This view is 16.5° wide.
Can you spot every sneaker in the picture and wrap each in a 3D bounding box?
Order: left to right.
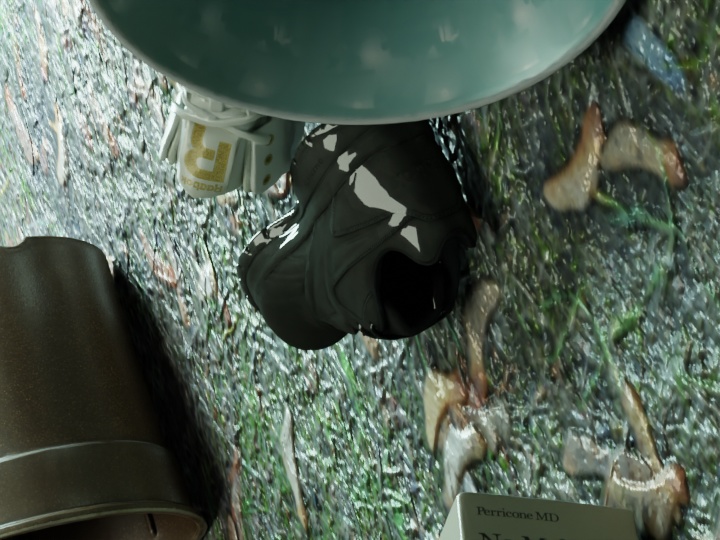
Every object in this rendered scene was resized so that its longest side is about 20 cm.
[{"bbox_3d":[-0.052,-0.079,1.058,0.200,0.073,0.116,-36,-35,-72],"label":"sneaker"},{"bbox_3d":[0.000,0.000,1.135,0.091,0.076,0.200,58,159,16],"label":"sneaker"}]

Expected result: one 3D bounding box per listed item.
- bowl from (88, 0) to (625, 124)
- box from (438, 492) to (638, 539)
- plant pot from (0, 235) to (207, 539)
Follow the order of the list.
[{"bbox_3d":[-0.002,-0.152,0.896,0.201,0.200,0.106,109,163,-56],"label":"bowl"},{"bbox_3d":[0.073,0.184,0.958,0.201,0.082,0.069,-95,16,-46],"label":"box"},{"bbox_3d":[-0.218,0.096,1.608,0.200,0.199,0.199,122,136,-63],"label":"plant pot"}]
